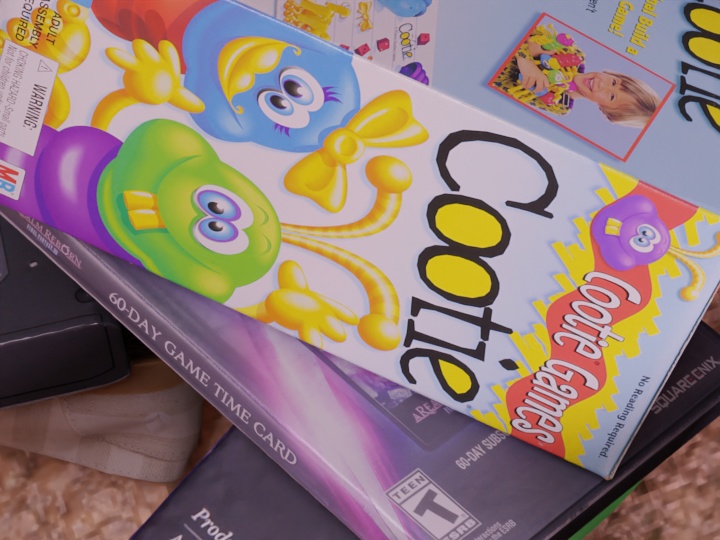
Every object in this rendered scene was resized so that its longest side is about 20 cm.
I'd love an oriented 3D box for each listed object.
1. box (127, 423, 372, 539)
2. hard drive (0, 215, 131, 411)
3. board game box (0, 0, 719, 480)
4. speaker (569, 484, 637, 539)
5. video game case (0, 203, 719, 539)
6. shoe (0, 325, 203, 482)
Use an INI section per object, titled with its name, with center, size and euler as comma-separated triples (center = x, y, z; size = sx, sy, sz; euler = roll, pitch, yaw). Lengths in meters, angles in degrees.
[box]
center = -0.044, 0.158, 0.771
size = 0.104, 0.148, 0.200
euler = 41, 85, 21
[hard drive]
center = -0.161, -0.031, 0.861
size = 0.139, 0.033, 0.200
euler = -13, 48, -5
[board game box]
center = 0.007, -0.046, 0.719
size = 0.200, 0.103, 0.105
euler = 24, 42, 2
[speaker]
center = 0.008, 0.001, 0.837
size = 0.088, 0.088, 0.200
euler = -46, 69, -2
[video game case]
center = 0.000, 0.000, 0.760
size = 0.200, 0.019, 0.143
euler = 41, 45, 17
[shoe]
center = -0.146, 0.032, 0.872
size = 0.200, 0.053, 0.070
euler = 9, 33, 14
